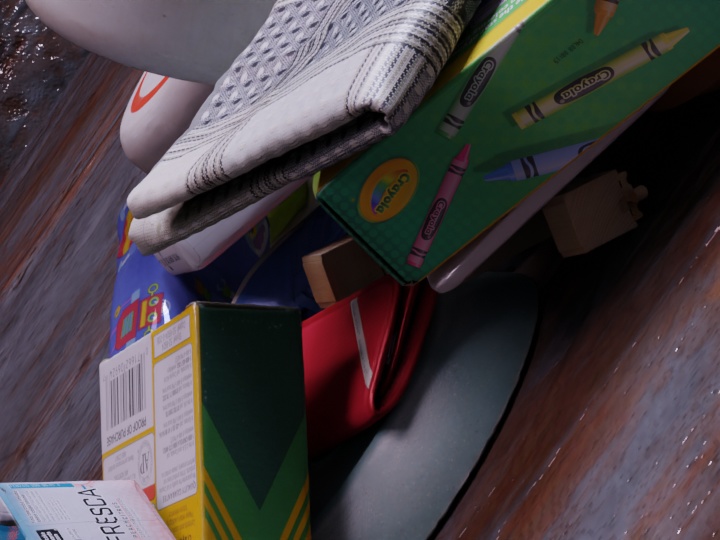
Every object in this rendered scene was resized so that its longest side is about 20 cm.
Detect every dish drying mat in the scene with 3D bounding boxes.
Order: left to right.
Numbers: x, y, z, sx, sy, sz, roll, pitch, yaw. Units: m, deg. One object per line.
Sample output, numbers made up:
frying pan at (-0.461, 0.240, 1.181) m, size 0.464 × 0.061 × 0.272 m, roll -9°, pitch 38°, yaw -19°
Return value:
dish drying mat at (-0.023, 0.050, 1.306) m, size 0.200 × 0.018 × 0.077 m, roll -29°, pitch 41°, yaw 61°

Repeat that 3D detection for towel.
towel at (-0.008, -0.101, 1.225) m, size 0.200 × 0.035 × 0.193 m, roll -26°, pitch 27°, yaw 52°

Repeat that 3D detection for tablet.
tablet at (0.063, -0.066, 1.256) m, size 0.130 × 0.014 × 0.200 m, roll -43°, pitch 18°, yaw 8°

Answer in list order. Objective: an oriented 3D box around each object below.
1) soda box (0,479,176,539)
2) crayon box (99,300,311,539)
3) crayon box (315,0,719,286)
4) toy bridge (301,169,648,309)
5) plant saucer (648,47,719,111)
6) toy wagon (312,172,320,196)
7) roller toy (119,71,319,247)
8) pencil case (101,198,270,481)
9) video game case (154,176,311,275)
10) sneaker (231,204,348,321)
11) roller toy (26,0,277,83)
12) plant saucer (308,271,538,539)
soda box at (-0.129, 0.187, 1.231) m, size 0.064 × 0.068 × 0.201 m, roll 45°, pitch 128°, yaw 52°
crayon box at (-0.065, 0.125, 1.246) m, size 0.126 × 0.051 × 0.201 m, roll 150°, pitch 121°, yaw -63°
crayon box at (0.075, -0.096, 1.176) m, size 0.200 × 0.058 × 0.119 m, roll -38°, pitch 20°, yaw 25°
toy bridge at (0.057, -0.017, 1.273) m, size 0.067 × 0.027 × 0.200 m, roll -26°, pitch 8°, yaw -35°
plant saucer at (0.173, -0.148, 1.225) m, size 0.201 × 0.032 × 0.200 m, roll -53°, pitch 12°, yaw 17°
toy wagon at (0.008, -0.030, 1.531) m, size 0.155 × 0.039 × 0.201 m, roll -41°, pitch 20°, yaw 51°
roller toy at (-0.048, -0.115, 1.724) m, size 0.183 × 0.139 × 0.200 m, roll -54°, pitch 12°, yaw 8°
pencil case at (-0.087, 0.047, 1.516) m, size 0.078 × 0.087 × 0.201 m, roll -28°, pitch 42°, yaw 29°
video game case at (-0.014, -0.070, 1.417) m, size 0.200 × 0.023 × 0.182 m, roll -41°, pitch 4°, yaw -6°
sneaker at (-0.001, -0.001, 1.399) m, size 0.200 × 0.077 × 0.111 m, roll -50°, pitch 3°, yaw 0°
roller toy at (-0.078, -0.186, 1.520) m, size 0.200 × 0.182 × 0.140 m, roll -14°, pitch -57°, yaw -49°
plant saucer at (0.003, 0.076, 1.289) m, size 0.200 × 0.036 × 0.200 m, roll -53°, pitch 13°, yaw 18°
